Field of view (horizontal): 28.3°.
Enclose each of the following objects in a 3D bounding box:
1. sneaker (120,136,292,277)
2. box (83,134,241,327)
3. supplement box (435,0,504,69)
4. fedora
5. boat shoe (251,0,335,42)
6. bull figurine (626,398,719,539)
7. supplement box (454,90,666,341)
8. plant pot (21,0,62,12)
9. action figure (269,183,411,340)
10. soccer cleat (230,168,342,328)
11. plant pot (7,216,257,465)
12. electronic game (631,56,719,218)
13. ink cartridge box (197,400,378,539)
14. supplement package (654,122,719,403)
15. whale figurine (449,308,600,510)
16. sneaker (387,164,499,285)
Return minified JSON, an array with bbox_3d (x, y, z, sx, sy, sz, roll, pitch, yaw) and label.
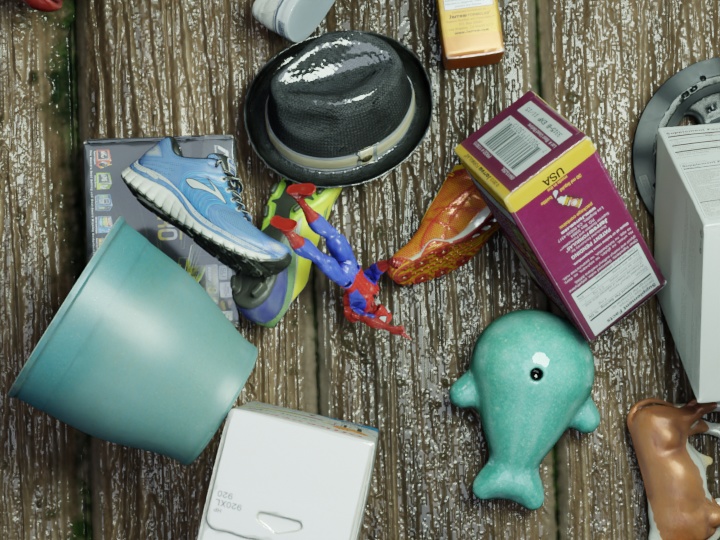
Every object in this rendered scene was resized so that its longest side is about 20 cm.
[{"bbox_3d":[-0.143,-0.070,1.421,0.199,0.079,0.089,36,80,17],"label":"sneaker"},{"bbox_3d":[-0.206,-0.038,1.493,0.159,0.049,0.203,-1,88,-1],"label":"box"},{"bbox_3d":[0.107,-0.317,1.488,0.068,0.067,0.203,-8,87,1],"label":"supplement box"},{"bbox_3d":[-0.024,-0.183,1.448,0.197,0.092,0.203,-1,67,2],"label":"fedora"},{"bbox_3d":[-0.045,-0.329,1.492,0.085,0.075,0.203,28,74,28],"label":"boat shoe"},{"bbox_3d":[0.336,0.225,1.454,0.120,0.065,0.203,-13,89,-3],"label":"bull figurine"},{"bbox_3d":[0.196,-0.053,1.394,0.103,0.131,0.201,-36,124,-1],"label":"supplement box"},{"bbox_3d":[-0.302,-0.380,1.441,0.181,0.200,0.202,-29,86,4],"label":"plant pot"},{"bbox_3d":[0.000,0.000,1.418,0.098,0.200,0.066,12,63,36],"label":"action figure"},{"bbox_3d":[-0.069,-0.033,1.486,0.064,0.084,0.202,17,69,31],"label":"soccer cleat"},{"bbox_3d":[-0.208,0.083,1.381,0.187,0.200,0.202,32,89,-8],"label":"plant pot"},{"bbox_3d":[0.380,-0.120,1.479,0.197,0.042,0.203,0,95,1],"label":"electronic game"},{"bbox_3d":[-0.065,0.216,1.400,0.145,0.200,0.147,12,88,2],"label":"ink cartridge box"},{"bbox_3d":[0.372,-0.015,1.363,0.145,0.201,0.194,-5,121,1],"label":"supplement package"},{"bbox_3d":[0.167,0.140,1.443,0.157,0.104,0.203,13,88,2],"label":"whale figurine"},{"bbox_3d":[0.103,-0.061,1.484,0.199,0.073,0.077,-40,63,-3],"label":"sneaker"}]
